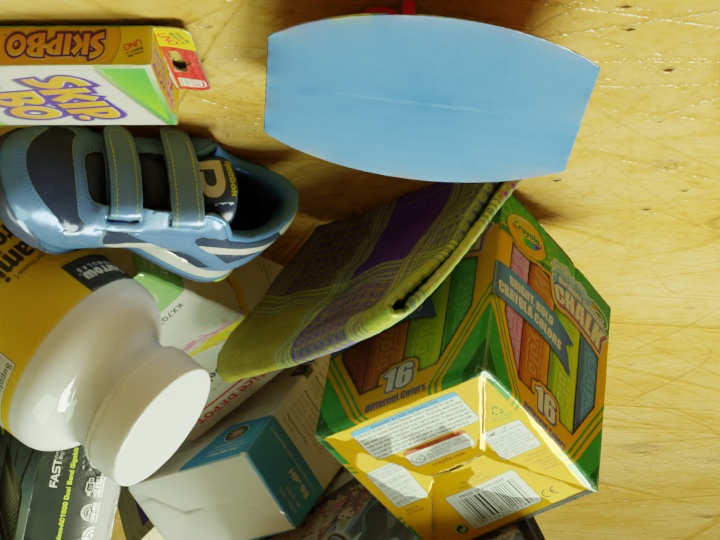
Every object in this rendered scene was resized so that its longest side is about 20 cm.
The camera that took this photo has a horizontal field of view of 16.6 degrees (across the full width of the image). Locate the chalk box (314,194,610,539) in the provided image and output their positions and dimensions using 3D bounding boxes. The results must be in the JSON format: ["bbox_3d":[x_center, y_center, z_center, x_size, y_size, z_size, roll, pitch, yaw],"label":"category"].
[{"bbox_3d":[0.067,0.043,1.486,0.124,0.201,0.124,-25,126,28],"label":"chalk box"}]

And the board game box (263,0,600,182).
[{"bbox_3d":[0.033,-0.099,1.215,0.157,0.039,0.200,7,160,-1],"label":"board game box"}]

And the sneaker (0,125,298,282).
[{"bbox_3d":[-0.119,-0.046,1.366,0.082,0.074,0.200,-19,161,40],"label":"sneaker"}]

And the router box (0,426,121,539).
[{"bbox_3d":[-0.211,0.120,1.660,0.062,0.151,0.200,6,-159,-20],"label":"router box"}]

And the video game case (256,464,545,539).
[{"bbox_3d":[0.017,0.173,1.527,0.180,0.200,0.026,-34,118,4],"label":"video game case"}]

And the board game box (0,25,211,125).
[{"bbox_3d":[-0.179,-0.099,1.253,0.199,0.030,0.096,-2,166,4],"label":"board game box"}]

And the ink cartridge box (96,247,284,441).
[{"bbox_3d":[-0.114,0.038,1.545,0.117,0.068,0.200,-39,141,24],"label":"ink cartridge box"}]

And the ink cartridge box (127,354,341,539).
[{"bbox_3d":[-0.053,0.096,1.643,0.116,0.200,0.067,-19,113,41],"label":"ink cartridge box"}]

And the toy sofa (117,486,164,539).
[{"bbox_3d":[-0.134,0.116,1.738,0.083,0.200,0.098,25,122,-40],"label":"toy sofa"}]

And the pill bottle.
[{"bbox_3d":[-0.185,0.032,1.402,0.200,0.112,0.112,36,175,19],"label":"pill bottle"}]

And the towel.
[{"bbox_3d":[0.000,0.000,1.438,0.023,0.144,0.200,49,148,-15],"label":"towel"}]
